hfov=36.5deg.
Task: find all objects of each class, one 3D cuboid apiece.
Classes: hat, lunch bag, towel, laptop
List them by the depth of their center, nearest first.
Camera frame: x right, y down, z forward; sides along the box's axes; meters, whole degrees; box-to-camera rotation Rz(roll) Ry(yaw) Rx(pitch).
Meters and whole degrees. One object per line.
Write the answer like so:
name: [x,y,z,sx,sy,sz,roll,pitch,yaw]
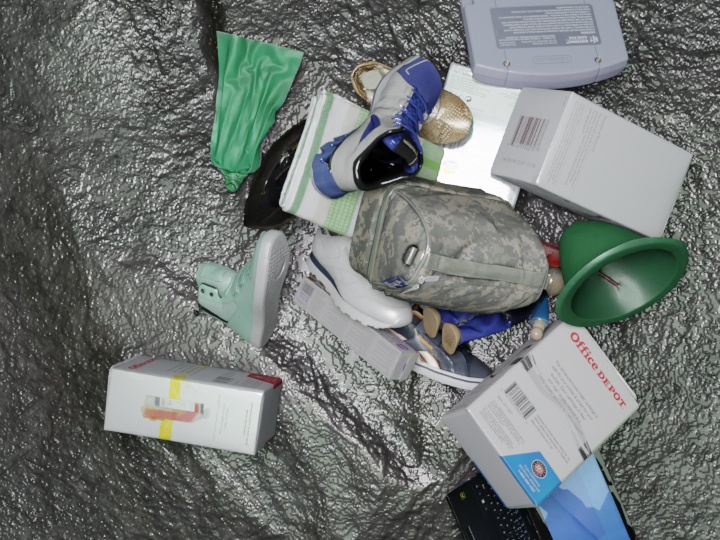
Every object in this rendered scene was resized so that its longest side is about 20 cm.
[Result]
lunch bag: [0.103,-0.024,1.270,0.198,0.168,0.141,9,103,-30]
towel: [0.004,-0.112,1.315,0.199,0.031,0.151,21,87,-35]
hat: [0.275,-0.046,1.343,0.198,0.166,0.177,-5,52,-24]
laptop: [0.233,0.320,1.388,0.103,0.199,0.179,-26,86,46]
hat: [-0.066,-0.110,1.401,0.201,0.201,0.081,-46,119,4]

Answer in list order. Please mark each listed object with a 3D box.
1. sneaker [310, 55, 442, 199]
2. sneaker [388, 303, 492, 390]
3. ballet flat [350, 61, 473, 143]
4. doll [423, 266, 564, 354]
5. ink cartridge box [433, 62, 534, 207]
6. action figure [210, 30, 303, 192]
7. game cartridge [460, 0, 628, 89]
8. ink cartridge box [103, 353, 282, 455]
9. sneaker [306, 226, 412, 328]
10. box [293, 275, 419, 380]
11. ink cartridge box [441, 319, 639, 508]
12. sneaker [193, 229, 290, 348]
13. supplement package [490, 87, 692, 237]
sneaker: [0.043,-0.153,1.246,0.200,0.115,0.081,-49,122,-19]
sneaker: [0.086,0.089,1.413,0.198,0.078,0.080,21,102,6]
ballet flat: [0.056,-0.213,1.374,0.199,0.065,0.071,29,95,42]
doll: [0.182,0.045,1.385,0.198,0.136,0.049,-23,131,-26]
ink cartridge box: [0.149,-0.149,1.409,0.135,0.076,0.202,17,90,6]
action figure: [-0.153,-0.203,1.449,0.117,0.055,0.202,14,98,4]
game cartridge: [0.231,-0.291,1.381,0.197,0.041,0.135,-3,59,-5]
ink cartridge box: [-0.212,0.171,1.411,0.198,0.145,0.084,9,93,6]
sneaker: [0.000,0.000,1.374,0.200,0.076,0.081,42,121,40]
box: [-0.009,0.071,1.391,0.199,0.038,0.042,36,108,38]
ink cartridge box: [0.225,0.175,1.359,0.199,0.084,0.147,-36,90,-25]
sneaker: [-0.160,0.009,1.397,0.117,0.074,0.201,27,137,10]
supplement package: [0.281,-0.130,1.336,0.198,0.117,0.118,20,92,-25]
